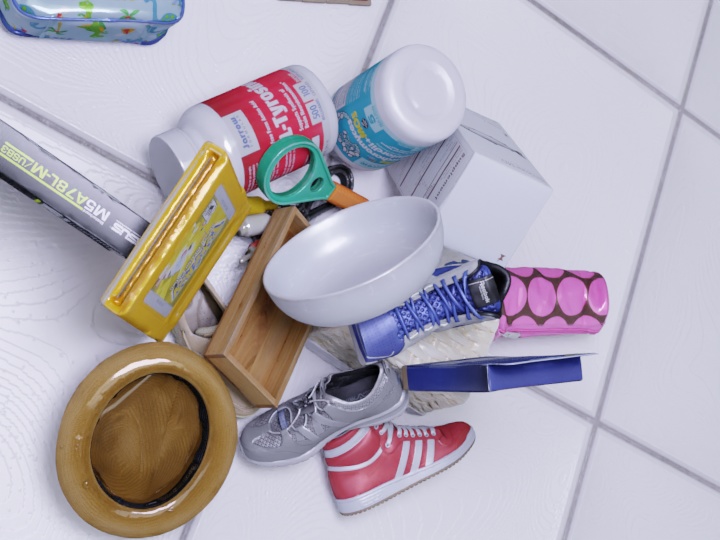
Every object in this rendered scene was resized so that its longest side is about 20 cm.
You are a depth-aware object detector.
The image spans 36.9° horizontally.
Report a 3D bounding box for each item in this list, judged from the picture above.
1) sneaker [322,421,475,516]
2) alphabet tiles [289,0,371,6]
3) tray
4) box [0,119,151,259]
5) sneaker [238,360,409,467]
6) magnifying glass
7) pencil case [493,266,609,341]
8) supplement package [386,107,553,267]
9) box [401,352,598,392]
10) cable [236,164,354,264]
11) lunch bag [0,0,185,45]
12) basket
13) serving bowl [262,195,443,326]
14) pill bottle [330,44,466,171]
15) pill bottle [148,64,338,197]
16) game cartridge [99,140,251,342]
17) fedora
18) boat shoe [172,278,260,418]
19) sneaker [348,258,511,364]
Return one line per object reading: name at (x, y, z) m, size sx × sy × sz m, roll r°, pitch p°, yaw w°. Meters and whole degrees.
sneaker at (0.043, 0.195, 1.277) m, size 0.198 × 0.071 × 0.114 m, roll -24°, pitch 97°, yaw -27°
alphabet tiles at (-0.054, -0.417, 1.356) m, size 0.198 × 0.006 × 0.169 m, roll -4°, pitch 84°, yaw -29°
tray at (-0.094, 0.039, 1.191) m, size 0.099 × 0.037 × 0.202 m, roll 50°, pitch 49°, yaw -36°
box at (-0.301, -0.081, 1.057) m, size 0.193 × 0.200 × 0.048 m, roll 38°, pitch 81°, yaw -20°
sneaker at (-0.047, 0.148, 1.196) m, size 0.198 × 0.075 × 0.082 m, roll -24°, pitch 139°, yaw -3°
magnifying glass at (-0.048, -0.098, 1.237) m, size 0.080 × 0.022 × 0.199 m, roll -55°, pitch 148°, yaw 8°
pencil case at (0.233, 0.046, 1.397) m, size 0.198 × 0.091 × 0.094 m, roll -2°, pitch 48°, yaw -27°
supplement package at (0.123, -0.112, 1.281) m, size 0.116 × 0.201 × 0.118 m, roll 22°, pitch 113°, yaw -25°
box at (0.144, 0.107, 1.131) m, size 0.120 × 0.199 × 0.033 m, roll -3°, pitch 85°, yaw -28°
cable at (-0.074, -0.061, 1.263) m, size 0.198 × 0.050 × 0.098 m, roll -24°, pitch 93°, yaw -30°
lunch bag at (-0.292, -0.333, 1.169) m, size 0.198 × 0.082 × 0.163 m, roll -5°, pitch 86°, yaw -29°
basket at (0.047, 0.066, 1.268) m, size 0.199 × 0.123 × 0.137 m, roll 34°, pitch 68°, yaw -20°
serving bowl at (0.000, 0.000, 1.129) m, size 0.199 × 0.199 × 0.066 m, roll -36°, pitch 117°, yaw -28°
pill bottle at (0.028, -0.180, 1.253) m, size 0.109 × 0.199 × 0.112 m, roll 5°, pitch 80°, yaw -27°
pill bottle at (-0.131, -0.147, 1.210) m, size 0.199 × 0.112 × 0.113 m, roll -29°, pitch 96°, yaw -29°
game cartridge at (-0.171, -0.019, 1.053) m, size 0.032 × 0.200 × 0.177 m, roll 31°, pitch 81°, yaw 8°
fedora at (-0.226, 0.172, 1.124) m, size 0.198 × 0.082 × 0.204 m, roll -1°, pitch 93°, yaw -24°
boat shoe at (-0.163, 0.074, 1.185) m, size 0.072 × 0.065 × 0.202 m, roll -33°, pitch 98°, yaw -28°
sneaker at (0.086, 0.030, 1.159) m, size 0.198 × 0.115 × 0.082 m, roll -22°, pitch 92°, yaw -29°
